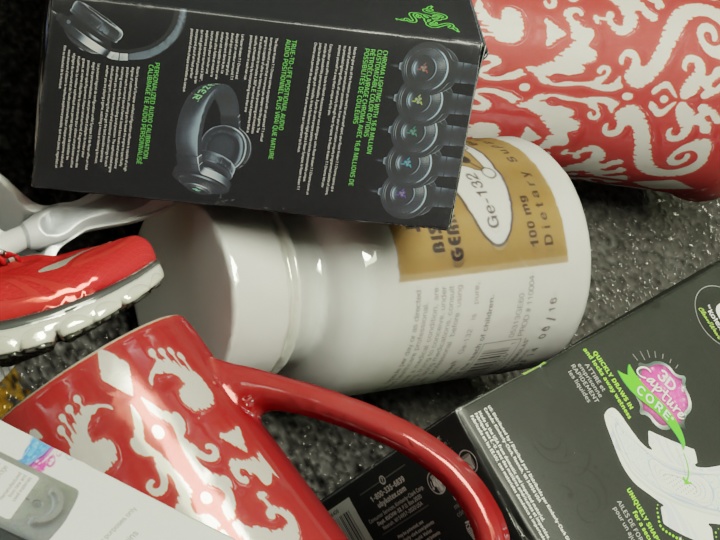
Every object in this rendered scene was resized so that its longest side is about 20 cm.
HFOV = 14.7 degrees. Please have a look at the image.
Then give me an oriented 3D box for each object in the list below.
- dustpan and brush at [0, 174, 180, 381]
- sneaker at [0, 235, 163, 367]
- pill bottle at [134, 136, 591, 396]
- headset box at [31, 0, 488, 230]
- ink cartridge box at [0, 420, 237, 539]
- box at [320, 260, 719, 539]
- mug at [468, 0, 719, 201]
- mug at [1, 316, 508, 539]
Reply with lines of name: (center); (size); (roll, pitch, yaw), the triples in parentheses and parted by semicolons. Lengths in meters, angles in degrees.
dustpan and brush: (-0.164, -0.007, 1.201); (0.199, 0.057, 0.140); (-17, 78, -30)
sneaker: (-0.178, 0.002, 1.128); (0.199, 0.077, 0.086); (-11, 88, -15)
pill bottle: (0.000, 0.000, 1.300); (0.199, 0.114, 0.115); (-7, 71, -35)
headset box: (-0.043, -0.103, 1.247); (0.198, 0.093, 0.174); (6, 26, -8)
ink cartridge box: (-0.138, 0.139, 1.053); (0.199, 0.148, 0.086); (23, 44, 21)
box: (0.099, 0.106, 1.293); (0.199, 0.148, 0.125); (-25, 82, -41)
mug: (0.093, -0.125, 1.437); (0.199, 0.134, 0.178); (2, 54, -30)
mug: (-0.049, 0.121, 1.179); (0.177, 0.133, 0.201); (-32, 82, -23)
